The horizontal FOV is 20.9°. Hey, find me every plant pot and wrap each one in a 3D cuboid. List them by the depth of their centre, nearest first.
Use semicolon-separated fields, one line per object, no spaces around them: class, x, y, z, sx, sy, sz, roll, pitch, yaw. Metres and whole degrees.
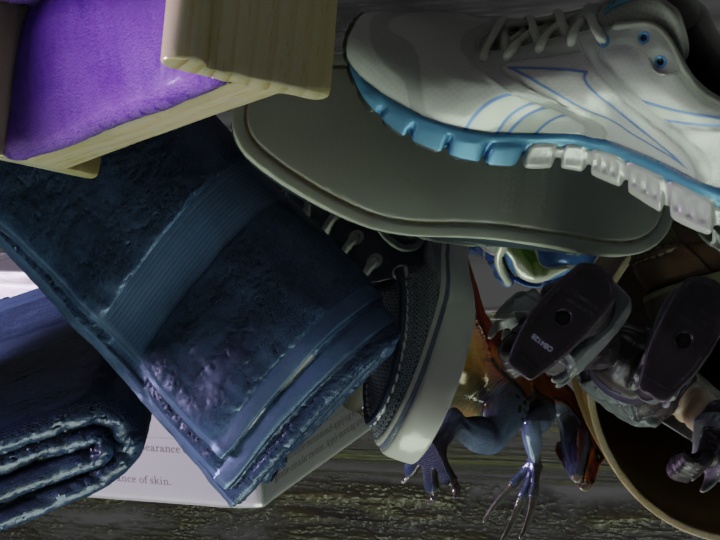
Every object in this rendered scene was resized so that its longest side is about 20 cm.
plant pot;0.190;0.041;1.107;0.185;0.188;0.200;7;-176;-10

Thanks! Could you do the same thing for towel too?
towel;-0.081;-0.008;0.838;0.200;0.112;0.048;47;-162;15
towel;-0.145;0.056;0.943;0.111;0.049;0.200;-19;-161;7

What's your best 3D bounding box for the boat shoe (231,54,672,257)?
boat shoe;0.036;-0.046;0.842;0.199;0.075;0.062;7;174;-16

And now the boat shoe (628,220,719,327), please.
boat shoe;0.220;-0.028;0.956;0.199;0.068;0.072;-13;171;-28

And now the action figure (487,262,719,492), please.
action figure;0.117;0.043;0.875;0.130;0.070;0.200;25;173;14

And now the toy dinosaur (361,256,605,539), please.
toy dinosaur;0.086;0.073;1.048;0.181;0.105;0.200;-13;145;-46

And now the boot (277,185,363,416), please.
boot;-0.018;0.009;1.047;0.096;0.075;0.201;-5;137;-17

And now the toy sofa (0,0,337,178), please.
toy sofa;-0.097;-0.094;0.715;0.097;0.083;0.200;11;168;-32

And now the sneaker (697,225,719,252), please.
sneaker;0.172;-0.013;0.837;0.082;0.075;0.200;13;-156;5

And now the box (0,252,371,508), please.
box;-0.106;0.045;1.159;0.199;0.132;0.199;1;-168;24

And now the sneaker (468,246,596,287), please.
sneaker;0.076;-0.027;0.999;0.075;0.078;0.200;5;171;-10

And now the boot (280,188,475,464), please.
boot;0.000;0.000;0.890;0.090;0.200;0.073;22;126;-12

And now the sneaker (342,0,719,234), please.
sneaker;0.091;-0.083;0.766;0.199;0.075;0.087;15;132;9
